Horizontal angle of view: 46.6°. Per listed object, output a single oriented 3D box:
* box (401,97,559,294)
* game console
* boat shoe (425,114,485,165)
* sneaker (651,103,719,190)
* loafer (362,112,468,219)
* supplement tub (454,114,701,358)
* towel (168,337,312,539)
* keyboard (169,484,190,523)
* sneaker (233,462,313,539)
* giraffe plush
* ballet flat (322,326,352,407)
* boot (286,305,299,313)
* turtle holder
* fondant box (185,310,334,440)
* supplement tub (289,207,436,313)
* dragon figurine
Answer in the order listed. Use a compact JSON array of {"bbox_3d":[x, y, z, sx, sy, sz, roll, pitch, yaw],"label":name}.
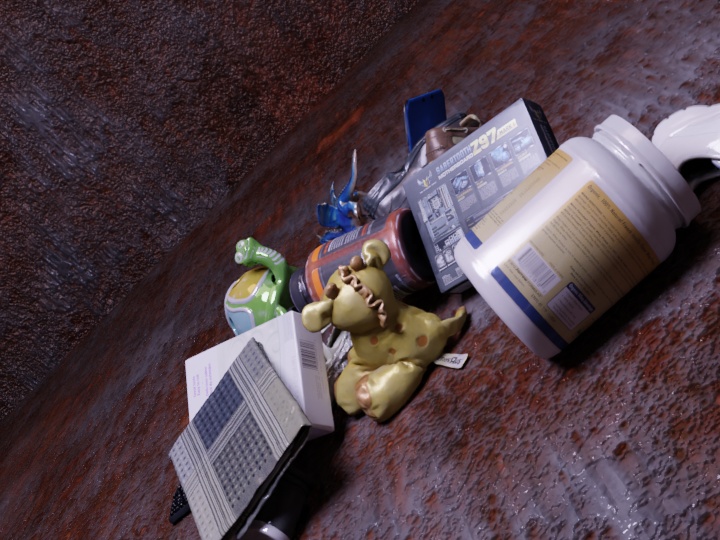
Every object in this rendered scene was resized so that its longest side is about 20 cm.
[{"bbox_3d":[0.156,-0.085,1.009,0.199,0.160,0.051,-33,-23,34],"label":"box"},{"bbox_3d":[0.075,-0.186,1.355,0.170,0.119,0.200,-36,0,28],"label":"game console"},{"bbox_3d":[0.168,-0.181,1.155,0.200,0.076,0.074,-16,-4,-42],"label":"boat shoe"},{"bbox_3d":[0.368,-0.135,0.786,0.199,0.074,0.088,-38,30,43],"label":"sneaker"},{"bbox_3d":[0.094,-0.139,1.209,0.200,0.072,0.073,-46,-12,10],"label":"loafer"},{"bbox_3d":[0.202,-0.032,0.791,0.200,0.144,0.145,-42,18,10],"label":"supplement tub"},{"bbox_3d":[-0.141,0.202,0.971,0.194,0.034,0.200,-54,35,7],"label":"towel"},{"bbox_3d":[-0.218,0.281,1.235,0.199,0.040,0.104,-40,20,17],"label":"keyboard"},{"bbox_3d":[-0.125,0.272,1.005,0.198,0.071,0.100,-10,39,51],"label":"sneaker"},{"bbox_3d":[0.012,0.062,0.984,0.199,0.162,0.174,-24,28,49],"label":"giraffe plush"},{"bbox_3d":[-0.046,0.121,1.149,0.071,0.072,0.201,-23,30,50],"label":"ballet flat"},{"bbox_3d":[-0.113,0.145,1.135,0.201,0.066,0.132,-71,-12,-54],"label":"boot"},{"bbox_3d":[-0.148,0.053,1.309,0.130,0.186,0.143,8,65,23],"label":"turtle holder"},{"bbox_3d":[-0.132,0.156,1.059,0.198,0.058,0.147,-26,62,31],"label":"fondant box"},{"bbox_3d":[0.000,0.000,1.105,0.198,0.107,0.108,-22,28,32],"label":"supplement tub"},{"bbox_3d":[-0.030,-0.093,1.273,0.098,0.202,0.059,14,52,25],"label":"dragon figurine"}]
